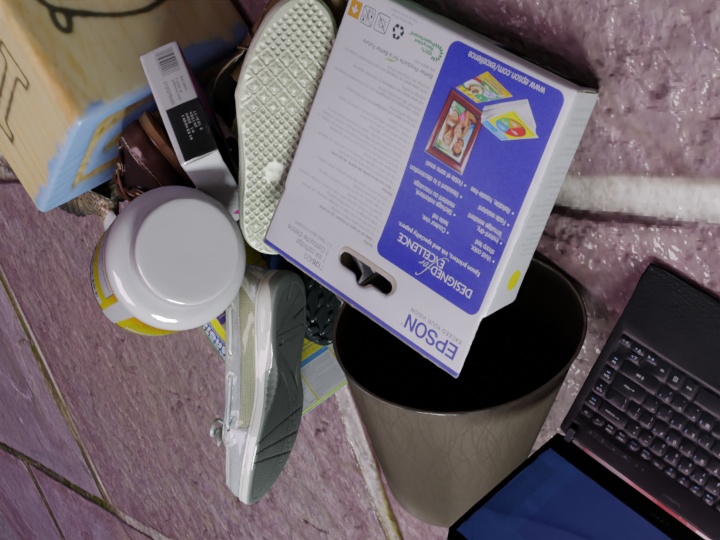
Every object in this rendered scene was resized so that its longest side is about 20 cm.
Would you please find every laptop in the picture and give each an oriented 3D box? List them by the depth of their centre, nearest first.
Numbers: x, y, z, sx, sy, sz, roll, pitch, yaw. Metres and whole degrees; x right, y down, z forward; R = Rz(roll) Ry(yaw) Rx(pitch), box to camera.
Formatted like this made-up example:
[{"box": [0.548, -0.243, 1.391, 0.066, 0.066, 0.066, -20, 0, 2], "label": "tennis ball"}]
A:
[{"box": [0.179, 0.121, 0.644, 0.176, 0.103, 0.202, 35, 105, 32], "label": "laptop"}]

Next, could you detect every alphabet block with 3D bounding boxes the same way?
[{"box": [-0.242, -0.206, 0.962, 0.201, 0.194, 0.196, 55, 147, 2], "label": "alphabet block"}]

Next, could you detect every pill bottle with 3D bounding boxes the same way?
[{"box": [-0.155, -0.005, 0.878, 0.110, 0.108, 0.200, 61, 161, -5], "label": "pill bottle"}]

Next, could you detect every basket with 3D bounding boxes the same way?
[{"box": [0.073, 0.099, 0.830, 0.201, 0.177, 0.138, 86, 172, -52], "label": "basket"}]

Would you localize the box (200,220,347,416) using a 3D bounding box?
[{"box": [-0.089, 0.037, 1.026, 0.201, 0.117, 0.048, 55, 148, 6], "label": "box"}]

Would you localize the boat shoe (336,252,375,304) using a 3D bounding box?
[{"box": [0.000, 0.000, 0.921, 0.073, 0.060, 0.203, 4, 120, 53], "label": "boat shoe"}]

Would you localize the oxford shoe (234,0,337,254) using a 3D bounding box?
[{"box": [-0.059, -0.112, 0.830, 0.058, 0.074, 0.203, -95, 13, -61], "label": "oxford shoe"}]

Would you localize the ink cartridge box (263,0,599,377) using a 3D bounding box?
[{"box": [0.039, -0.066, 0.745, 0.197, 0.047, 0.203, 34, 114, 32], "label": "ink cartridge box"}]

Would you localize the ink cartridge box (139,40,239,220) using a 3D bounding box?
[{"box": [-0.127, -0.100, 0.898, 0.200, 0.037, 0.096, 82, 166, -76], "label": "ink cartridge box"}]

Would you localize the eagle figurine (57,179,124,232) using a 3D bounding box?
[{"box": [-0.285, -0.119, 1.140, 0.153, 0.198, 0.152, -56, 23, 23], "label": "eagle figurine"}]

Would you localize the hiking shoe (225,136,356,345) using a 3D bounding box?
[{"box": [-0.061, -0.032, 0.982, 0.086, 0.074, 0.203, -8, 100, 62], "label": "hiking shoe"}]

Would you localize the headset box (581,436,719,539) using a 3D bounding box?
[{"box": [0.222, 0.192, 0.759, 0.148, 0.075, 0.202, 34, 141, 34], "label": "headset box"}]

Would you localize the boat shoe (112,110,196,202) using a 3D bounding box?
[{"box": [-0.178, -0.084, 0.950, 0.071, 0.070, 0.200, 55, 177, 3], "label": "boat shoe"}]

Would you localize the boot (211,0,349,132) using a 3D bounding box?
[{"box": [-0.061, -0.171, 0.847, 0.074, 0.075, 0.200, 53, 147, 12], "label": "boot"}]

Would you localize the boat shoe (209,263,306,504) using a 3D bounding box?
[{"box": [-0.091, 0.096, 0.934, 0.064, 0.074, 0.206, 12, 105, 26], "label": "boat shoe"}]
